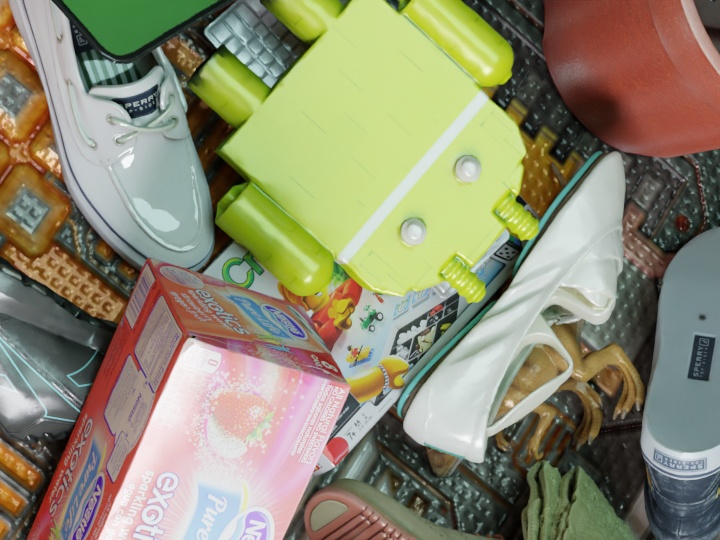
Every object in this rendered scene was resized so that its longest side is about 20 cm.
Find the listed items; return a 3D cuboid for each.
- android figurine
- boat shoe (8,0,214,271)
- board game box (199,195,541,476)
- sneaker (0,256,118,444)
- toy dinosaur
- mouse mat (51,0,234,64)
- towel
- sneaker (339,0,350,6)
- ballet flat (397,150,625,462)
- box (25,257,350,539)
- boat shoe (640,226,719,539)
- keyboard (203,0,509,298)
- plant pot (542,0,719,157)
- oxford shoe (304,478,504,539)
[{"bbox_3d":[0.007,-0.068,1.564,0.200,0.041,0.182,44,84,-5],"label":"android figurine"},{"bbox_3d":[-0.132,-0.089,1.542,0.073,0.067,0.201,-31,96,-27],"label":"boat shoe"},{"bbox_3d":[0.000,0.000,1.604,0.126,0.035,0.200,46,65,-5],"label":"board game box"},{"bbox_3d":[-0.154,0.057,1.516,0.199,0.075,0.080,29,90,-18],"label":"sneaker"},{"bbox_3d":[0.112,0.042,1.645,0.106,0.060,0.200,40,67,-14],"label":"toy dinosaur"},{"bbox_3d":[-0.146,-0.208,1.535,0.200,0.008,0.161,47,45,7],"label":"mouse mat"},{"bbox_3d":[0.153,0.207,1.608,0.036,0.148,0.200,-34,102,19],"label":"towel"},{"bbox_3d":[0.026,-0.210,1.647,0.200,0.073,0.071,-40,137,-35],"label":"sneaker"},{"bbox_3d":[0.102,0.026,1.598,0.069,0.069,0.200,42,76,-14],"label":"ballet flat"},{"bbox_3d":[-0.094,0.111,1.459,0.094,0.103,0.201,18,106,-22],"label":"box"},{"bbox_3d":[0.201,0.067,1.685,0.070,0.091,0.201,11,46,13],"label":"boat shoe"},{"bbox_3d":[-0.002,-0.075,1.598,0.200,0.011,0.056,48,65,-1],"label":"keyboard"},{"bbox_3d":[0.212,-0.153,1.650,0.200,0.195,0.202,5,79,-25],"label":"plant pot"},{"bbox_3d":[0.052,0.173,1.600,0.200,0.071,0.074,42,45,-17],"label":"oxford shoe"}]
